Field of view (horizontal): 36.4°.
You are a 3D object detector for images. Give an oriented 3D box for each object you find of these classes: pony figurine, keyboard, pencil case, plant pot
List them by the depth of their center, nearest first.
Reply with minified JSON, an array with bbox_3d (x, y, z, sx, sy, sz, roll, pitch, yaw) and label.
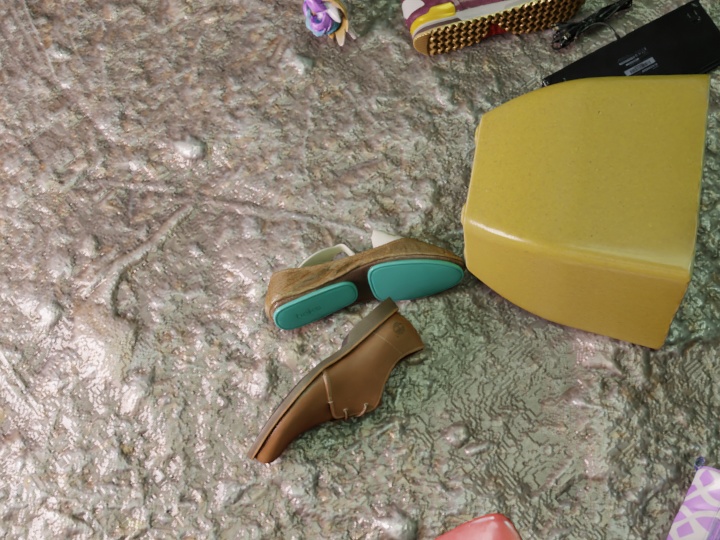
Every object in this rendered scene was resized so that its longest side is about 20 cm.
[{"bbox_3d":[0.291,0.264,0.932,0.084,0.086,0.200,24,73,14],"label":"pencil case"},{"bbox_3d":[0.199,-0.059,1.011,0.199,0.196,0.195,8,69,11],"label":"plant pot"},{"bbox_3d":[-0.056,-0.359,1.152,0.166,0.193,0.201,-10,65,36],"label":"pony figurine"},{"bbox_3d":[0.281,-0.232,1.159,0.199,0.021,0.127,-28,76,-8],"label":"keyboard"}]

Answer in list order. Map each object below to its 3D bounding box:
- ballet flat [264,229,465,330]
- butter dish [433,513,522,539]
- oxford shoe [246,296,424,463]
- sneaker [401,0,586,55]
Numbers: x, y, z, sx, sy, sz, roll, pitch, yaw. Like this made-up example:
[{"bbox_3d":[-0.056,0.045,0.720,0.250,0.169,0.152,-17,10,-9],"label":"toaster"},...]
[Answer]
[{"bbox_3d":[0.000,0.000,1.072,0.199,0.068,0.073,-17,50,1],"label":"ballet flat"},{"bbox_3d":[0.117,0.314,0.900,0.199,0.148,0.201,-38,67,32],"label":"butter dish"},{"bbox_3d":[-0.022,0.116,1.020,0.200,0.071,0.071,-42,87,-8],"label":"oxford shoe"},{"bbox_3d":[0.143,-0.299,1.164,0.199,0.075,0.090,-13,74,-3],"label":"sneaker"}]
